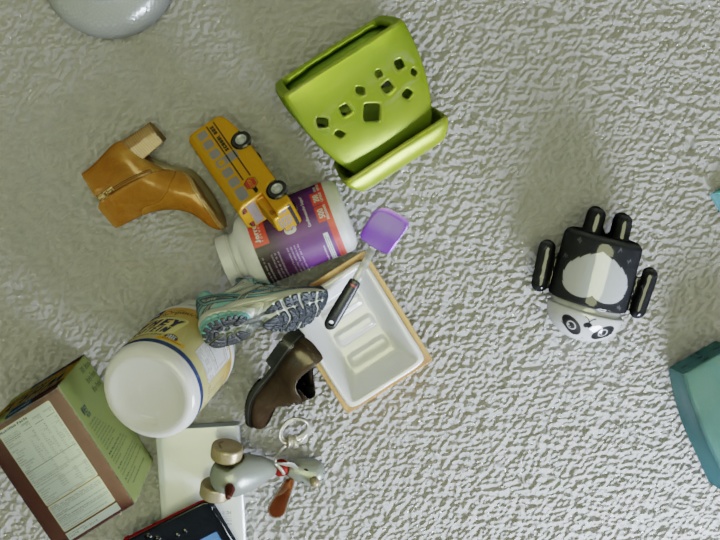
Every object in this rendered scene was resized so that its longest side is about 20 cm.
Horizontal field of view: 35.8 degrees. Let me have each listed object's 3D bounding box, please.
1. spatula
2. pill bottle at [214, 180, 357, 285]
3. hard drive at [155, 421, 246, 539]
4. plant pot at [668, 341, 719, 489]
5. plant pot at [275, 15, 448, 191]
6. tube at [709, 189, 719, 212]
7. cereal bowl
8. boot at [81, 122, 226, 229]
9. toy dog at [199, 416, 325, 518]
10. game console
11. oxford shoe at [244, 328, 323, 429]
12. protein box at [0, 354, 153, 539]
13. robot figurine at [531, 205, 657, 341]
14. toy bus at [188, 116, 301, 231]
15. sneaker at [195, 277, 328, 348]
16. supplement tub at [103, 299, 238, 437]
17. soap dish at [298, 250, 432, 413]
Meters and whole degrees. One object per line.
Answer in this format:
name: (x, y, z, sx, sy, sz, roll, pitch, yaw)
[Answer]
spatula: (0.000, 0.000, 1.636, 0.056, 0.021, 0.201, 29, 95, -8)
pill bottle: (-0.111, -0.049, 1.656, 0.198, 0.112, 0.113, -22, 99, 0)
hard drive: (-0.249, 0.341, 1.752, 0.130, 0.026, 0.203, -3, 99, -3)
plant pot: (0.574, 0.220, 1.726, 0.140, 0.141, 0.201, -28, 92, 2)
plant pot: (0.009, -0.235, 1.598, 0.199, 0.199, 0.182, -33, 106, 2)
tube: (0.643, -0.141, 1.720, 0.199, 0.050, 0.078, -34, 95, 7)
cereal bowl: (-0.367, -0.434, 1.599, 0.197, 0.083, 0.203, 0, 100, -2)
boot: (-0.309, -0.105, 1.666, 0.144, 0.071, 0.202, -39, 96, 9)
toy dog: (-0.147, 0.316, 1.695, 0.198, 0.096, 0.133, -14, 119, -11)
game console: (-0.267, 0.471, 1.749, 0.175, 0.031, 0.201, -25, 110, 6)
oxford shoe: (-0.116, 0.182, 1.677, 0.084, 0.073, 0.201, 38, 128, 9)
protein box: (-0.426, 0.262, 1.643, 0.134, 0.199, 0.201, -31, 99, 2)
robot figurine: (0.353, 0.007, 1.683, 0.124, 0.150, 0.202, 7, 101, -44)
toy bus: (-0.166, -0.134, 1.610, 0.078, 0.065, 0.201, -34, 61, -5)
sneaker: (-0.143, 0.040, 1.606, 0.198, 0.087, 0.078, -11, 139, -21)
supplement tub: (-0.268, 0.136, 1.618, 0.143, 0.200, 0.146, 5, 112, 13)
soap dish: (-0.008, 0.092, 1.700, 0.156, 0.081, 0.201, -32, 99, 2)
